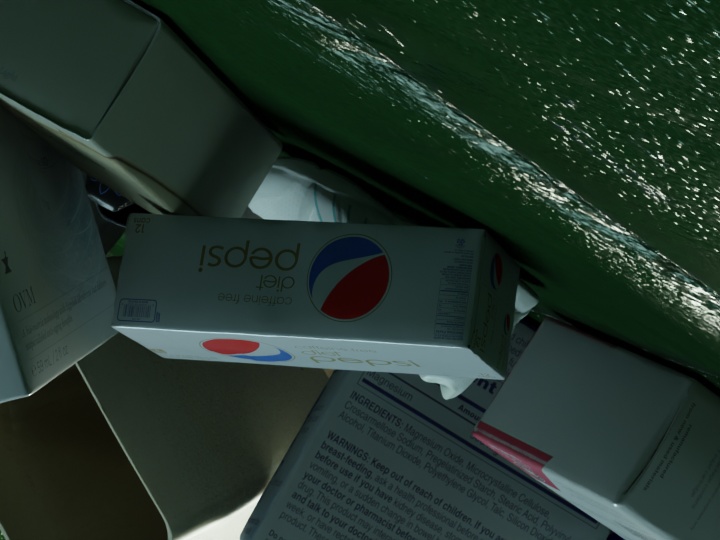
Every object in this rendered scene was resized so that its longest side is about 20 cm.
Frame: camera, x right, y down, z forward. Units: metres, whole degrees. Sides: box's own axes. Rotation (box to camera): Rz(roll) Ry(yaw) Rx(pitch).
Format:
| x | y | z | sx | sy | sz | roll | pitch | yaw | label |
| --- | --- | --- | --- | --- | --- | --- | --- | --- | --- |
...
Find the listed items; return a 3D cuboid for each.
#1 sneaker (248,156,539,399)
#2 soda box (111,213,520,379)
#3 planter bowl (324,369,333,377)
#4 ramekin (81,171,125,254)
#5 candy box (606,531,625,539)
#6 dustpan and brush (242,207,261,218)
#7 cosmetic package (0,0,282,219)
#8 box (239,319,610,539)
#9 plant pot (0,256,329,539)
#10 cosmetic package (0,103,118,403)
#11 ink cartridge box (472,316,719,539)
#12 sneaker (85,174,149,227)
| x | y | z | sx | sy | sz | roll | pitch | yaw | label |
| --- | --- | --- | --- | --- | --- | --- | --- | --- | --- |
| 0.000 | 0.000 | 1.610 | 0.200 | 0.081 | 0.070 | 30 | 177 | 37 | sneaker |
| -0.023 | 0.013 | 1.534 | 0.199 | 0.064 | 0.068 | 4 | 165 | 21 | soda box |
| -0.049 | 0.079 | 2.091 | 0.199 | 0.136 | 0.200 | 20 | -174 | -2 | planter bowl |
| -0.229 | -0.075 | 1.932 | 0.202 | 0.094 | 0.203 | 42 | 165 | 14 | ramekin |
| 0.150 | 0.215 | 1.816 | 0.077 | 0.201 | 0.169 | 31 | 150 | -13 | candy box |
| -0.068 | -0.028 | 1.968 | 0.200 | 0.057 | 0.140 | 36 | 176 | 33 | dustpan and brush |
| -0.124 | -0.088 | 1.537 | 0.103 | 0.073 | 0.200 | 30 | 176 | 23 | cosmetic package |
| 0.055 | 0.124 | 1.777 | 0.183 | 0.201 | 0.105 | 31 | 174 | -2 | box |
| -0.125 | 0.104 | 1.912 | 0.200 | 0.176 | 0.200 | 59 | 144 | 18 | plant pot |
| -0.227 | -0.033 | 1.580 | 0.199 | 0.122 | 0.201 | -44 | -62 | -76 | cosmetic package |
| 0.183 | 0.120 | 1.642 | 0.200 | 0.085 | 0.145 | 37 | 173 | -34 | ink cartridge box |
| -0.123 | -0.055 | 1.814 | 0.070 | 0.078 | 0.200 | 30 | 174 | 16 | sneaker |
